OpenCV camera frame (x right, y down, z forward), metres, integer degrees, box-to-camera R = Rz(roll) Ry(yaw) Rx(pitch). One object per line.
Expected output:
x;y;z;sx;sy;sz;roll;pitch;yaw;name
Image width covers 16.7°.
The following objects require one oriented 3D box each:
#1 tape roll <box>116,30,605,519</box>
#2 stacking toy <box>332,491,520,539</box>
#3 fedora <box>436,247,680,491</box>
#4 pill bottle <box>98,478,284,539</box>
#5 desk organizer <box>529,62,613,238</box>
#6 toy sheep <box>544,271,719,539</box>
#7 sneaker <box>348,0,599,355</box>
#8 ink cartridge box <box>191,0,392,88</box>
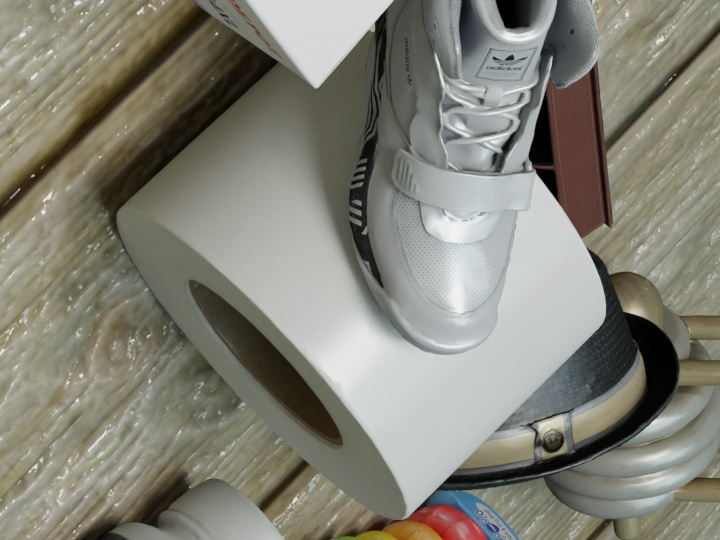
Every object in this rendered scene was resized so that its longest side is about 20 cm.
0.000;0.000;1.177;0.139;0.203;0.203;-43;144;-13;tape roll
-0.006;0.196;1.449;0.199;0.116;0.110;1;119;-34;stacking toy
0.070;0.037;1.328;0.200;0.200;0.092;-28;120;-32;fedora
-0.128;0.204;1.282;0.200;0.113;0.113;-36;142;-23;pill bottle
0.077;-0.089;1.304;0.077;0.072;0.200;-36;142;-20;desk organizer
0.164;0.088;1.506;0.138;0.138;0.201;-27;126;-32;toy sheep
0.045;-0.063;1.025;0.075;0.115;0.201;1;91;-16;sneaker
-0.049;-0.180;0.962;0.125;0.200;0.129;-49;145;-5;ink cartridge box
